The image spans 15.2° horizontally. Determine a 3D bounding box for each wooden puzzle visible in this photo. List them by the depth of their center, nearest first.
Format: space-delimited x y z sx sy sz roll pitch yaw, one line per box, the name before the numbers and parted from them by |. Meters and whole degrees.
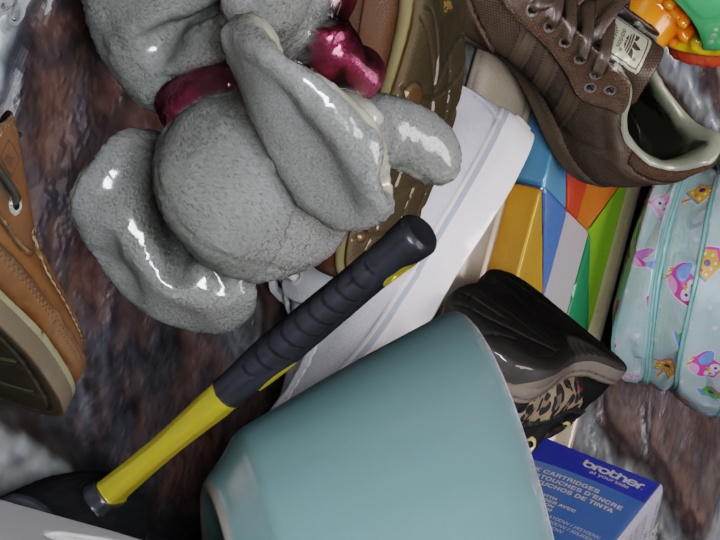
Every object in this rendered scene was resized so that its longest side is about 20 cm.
wooden puzzle | 0.087 -0.004 1.304 0.200 0.037 0.186 31 73 -63

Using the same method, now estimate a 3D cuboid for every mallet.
mallet | -0.055 0.048 0.913 0.200 0.041 0.066 -42 167 29

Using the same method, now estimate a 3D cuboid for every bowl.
bowl | 0.003 0.122 0.971 0.201 0.104 0.202 171 -90 -80

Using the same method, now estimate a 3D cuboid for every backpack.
backpack | 0.197 0.012 1.411 0.200 0.126 0.168 -16 111 -82

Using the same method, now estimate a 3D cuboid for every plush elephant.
plush elephant | -0.029 -0.069 0.897 0.199 0.164 0.156 -25 93 -35

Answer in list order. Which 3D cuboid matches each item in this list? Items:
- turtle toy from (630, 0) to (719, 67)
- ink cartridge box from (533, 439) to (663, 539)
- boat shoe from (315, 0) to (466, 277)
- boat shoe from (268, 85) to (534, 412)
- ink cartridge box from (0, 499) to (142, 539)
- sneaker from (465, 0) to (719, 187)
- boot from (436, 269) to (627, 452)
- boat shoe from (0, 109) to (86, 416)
turtle toy | 0.165 -0.156 1.277 0.200 0.144 0.102 -99 -168 -67
ink cartridge box | 0.077 0.173 1.288 0.200 0.076 0.137 -37 144 -54
boat shoe | 0.003 -0.095 1.061 0.072 0.067 0.202 27 73 -68
boat shoe | 0.000 0.000 1.096 0.201 0.068 0.072 -57 -178 -21
ink cartridge box | -0.108 0.189 0.867 0.084 0.145 0.202 -6 106 -60
sneaker | 0.095 -0.110 1.190 0.200 0.075 0.071 46 59 -41
boot | 0.040 0.081 1.165 0.151 0.073 0.200 -56 170 10
boat shoe | -0.128 -0.025 0.822 0.068 0.071 0.200 -65 151 -22
